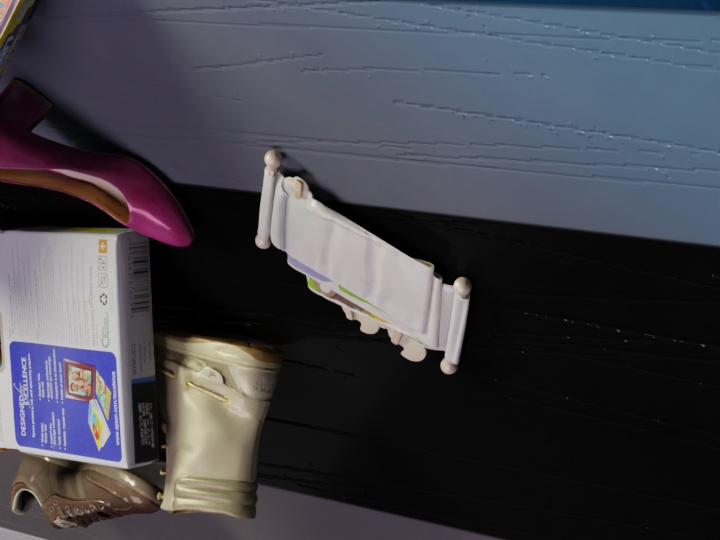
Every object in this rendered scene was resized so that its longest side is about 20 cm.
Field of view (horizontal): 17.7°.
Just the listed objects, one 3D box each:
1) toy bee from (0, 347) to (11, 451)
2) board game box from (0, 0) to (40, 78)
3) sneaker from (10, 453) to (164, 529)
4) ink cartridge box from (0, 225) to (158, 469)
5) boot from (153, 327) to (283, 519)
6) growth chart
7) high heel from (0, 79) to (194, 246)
[{"bbox_3d":[-0.351,0.131,2.220,0.200,0.109,0.131,40,148,-6],"label":"toy bee"},{"bbox_3d":[-0.339,-0.189,1.712,0.165,0.057,0.200,34,116,3],"label":"board game box"},{"bbox_3d":[-0.270,0.227,2.287,0.200,0.076,0.070,10,164,45],"label":"sneaker"},{"bbox_3d":[-0.253,0.061,1.978,0.200,0.047,0.198,4,100,47],"label":"ink cartridge box"},{"bbox_3d":[-0.158,0.129,1.969,0.200,0.156,0.073,8,180,35],"label":"boot"},{"bbox_3d":[0.000,0.000,1.759,0.200,0.018,0.145,33,151,7],"label":"growth chart"},{"bbox_3d":[-0.231,-0.062,1.833,0.200,0.096,0.067,40,150,-5],"label":"high heel"}]
